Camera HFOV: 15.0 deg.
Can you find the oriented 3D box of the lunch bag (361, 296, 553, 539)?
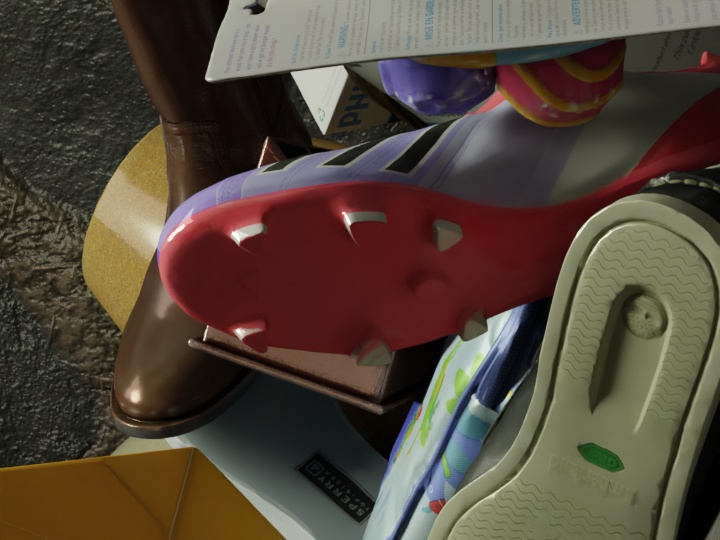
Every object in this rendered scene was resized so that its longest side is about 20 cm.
[{"bbox_3d":[0.059,0.057,0.943,0.161,0.082,0.201,-64,-2,-54],"label":"lunch bag"}]

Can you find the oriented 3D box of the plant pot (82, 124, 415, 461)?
[{"bbox_3d":[-0.022,0.015,1.246,0.187,0.199,0.187,-50,-20,-27],"label":"plant pot"}]

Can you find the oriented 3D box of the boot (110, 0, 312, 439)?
[{"bbox_3d":[-0.077,-0.062,1.076,0.187,0.064,0.201,-70,-26,-48],"label":"boot"}]

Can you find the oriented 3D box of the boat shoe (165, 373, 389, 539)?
[{"bbox_3d":[-0.020,0.092,1.120,0.074,0.199,0.068,-39,-27,-29],"label":"boat shoe"}]

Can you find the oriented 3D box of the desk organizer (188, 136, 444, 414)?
[{"bbox_3d":[0.000,0.000,1.020,0.200,0.071,0.077,-5,-66,-82],"label":"desk organizer"}]

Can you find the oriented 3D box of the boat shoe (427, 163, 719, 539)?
[{"bbox_3d":[0.073,0.056,0.806,0.068,0.072,0.201,-40,-24,-55],"label":"boat shoe"}]

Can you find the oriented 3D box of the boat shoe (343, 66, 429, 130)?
[{"bbox_3d":[0.070,-0.067,1.184,0.072,0.076,0.199,-42,-32,24],"label":"boat shoe"}]

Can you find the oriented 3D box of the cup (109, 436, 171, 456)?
[{"bbox_3d":[-0.025,0.124,1.367,0.143,0.200,0.201,-50,12,41],"label":"cup"}]

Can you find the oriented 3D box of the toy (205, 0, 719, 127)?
[{"bbox_3d":[0.061,-0.073,0.799,0.115,0.199,0.047,-83,-18,-64],"label":"toy"}]

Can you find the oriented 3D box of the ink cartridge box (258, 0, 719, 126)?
[{"bbox_3d":[0.041,-0.120,1.033,0.146,0.199,0.085,0,63,54],"label":"ink cartridge box"}]

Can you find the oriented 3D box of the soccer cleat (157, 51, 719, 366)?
[{"bbox_3d":[0.035,-0.023,0.825,0.077,0.199,0.067,-109,13,-48],"label":"soccer cleat"}]

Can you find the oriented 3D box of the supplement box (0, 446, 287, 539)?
[{"bbox_3d":[-0.080,0.200,0.893,0.132,0.197,0.201,-3,-54,-44],"label":"supplement box"}]

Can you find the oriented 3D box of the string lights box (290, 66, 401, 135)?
[{"bbox_3d":[0.071,-0.129,1.227,0.059,0.199,0.103,62,150,29],"label":"string lights box"}]
